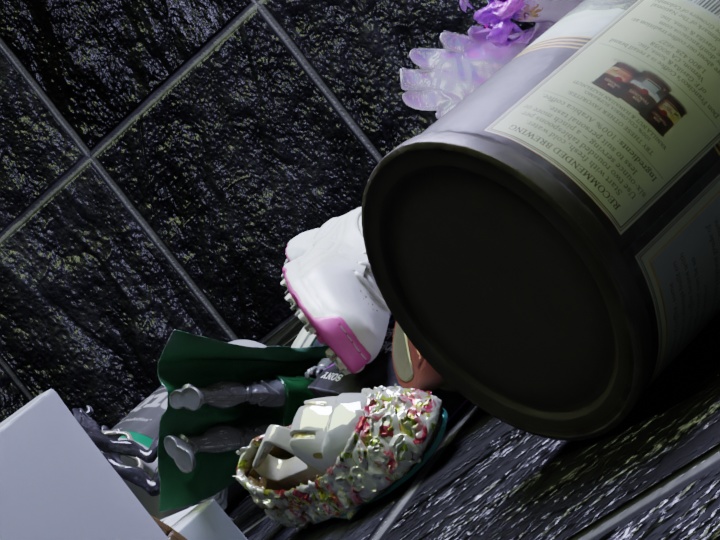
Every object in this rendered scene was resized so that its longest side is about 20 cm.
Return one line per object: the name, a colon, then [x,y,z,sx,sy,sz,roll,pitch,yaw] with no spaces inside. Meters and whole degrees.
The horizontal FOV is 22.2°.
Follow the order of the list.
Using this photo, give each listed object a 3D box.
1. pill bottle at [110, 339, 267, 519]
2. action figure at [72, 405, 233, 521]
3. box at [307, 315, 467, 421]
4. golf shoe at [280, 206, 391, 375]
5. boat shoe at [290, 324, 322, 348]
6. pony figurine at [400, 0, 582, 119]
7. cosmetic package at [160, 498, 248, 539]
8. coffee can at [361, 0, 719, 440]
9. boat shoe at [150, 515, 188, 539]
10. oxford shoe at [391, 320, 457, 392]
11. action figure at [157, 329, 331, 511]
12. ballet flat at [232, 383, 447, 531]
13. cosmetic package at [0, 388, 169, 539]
pill bottle: [-0.137,0.145,1.535,0.113,0.113,0.200,-37,3,39]
action figure: [-0.111,0.144,1.342,0.198,0.103,0.119,-2,-29,2]
box: [0.067,0.021,1.149,0.200,0.036,0.143,-47,18,-16]
golf shoe: [0.000,0.000,1.169,0.091,0.076,0.200,-35,17,8]
boat shoe: [0.018,0.014,1.314,0.201,0.062,0.075,-58,-21,-8]
pony figurine: [0.121,-0.192,1.302,0.191,0.168,0.200,8,-34,-22]
cosmetic package: [-0.164,0.227,1.216,0.151,0.052,0.200,-43,4,-26]
coffee can: [0.118,-0.043,0.810,0.200,0.147,0.146,-40,3,-33]
boat shoe: [-0.181,0.178,1.100,0.072,0.198,0.065,-70,-5,-57]
oxford shoe: [0.084,-0.011,1.004,0.071,0.073,0.201,-104,32,-42]
action figure: [-0.044,0.091,1.219,0.199,0.119,0.054,-6,20,-44]
ballet flat: [-0.021,0.106,1.057,0.200,0.064,0.076,-39,26,57]
cosmetic package: [-0.214,0.205,0.984,0.199,0.168,0.166,-37,3,19]
